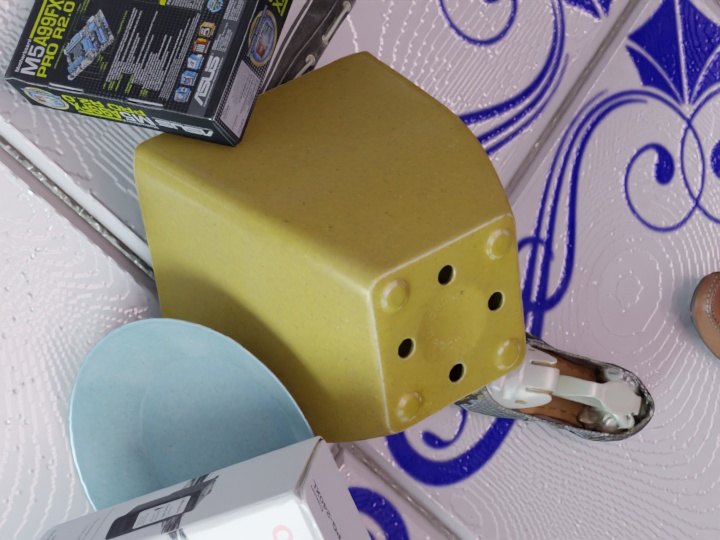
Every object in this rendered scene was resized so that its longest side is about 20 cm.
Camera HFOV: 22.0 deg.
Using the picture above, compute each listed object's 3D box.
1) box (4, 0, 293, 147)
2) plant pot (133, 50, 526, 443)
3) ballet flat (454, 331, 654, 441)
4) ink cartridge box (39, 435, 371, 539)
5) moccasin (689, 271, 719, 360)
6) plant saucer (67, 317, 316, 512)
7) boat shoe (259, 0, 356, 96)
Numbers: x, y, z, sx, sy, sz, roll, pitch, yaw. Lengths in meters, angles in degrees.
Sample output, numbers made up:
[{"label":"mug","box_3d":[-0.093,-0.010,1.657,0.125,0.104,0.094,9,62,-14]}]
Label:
[{"label":"box","box_3d":[-0.122,-0.190,1.195,0.044,0.160,0.200,46,60,-62]},{"label":"plant pot","box_3d":[0.000,0.000,1.197,0.195,0.200,0.194,-27,126,-29]},{"label":"ballet flat","box_3d":[0.142,0.083,1.389,0.200,0.072,0.072,17,80,-29]},{"label":"ink cartridge box","box_3d":[-0.087,0.205,1.119,0.145,0.200,0.083,66,18,-14]},{"label":"moccasin","box_3d":[0.347,0.067,1.504,0.201,0.078,0.074,42,69,-22]},{"label":"plant saucer","box_3d":[-0.097,0.119,1.188,0.039,0.201,0.201,-32,105,-54]},{"label":"boat shoe","box_3d":[-0.063,-0.128,1.275,0.064,0.071,0.200,37,69,-23]}]
